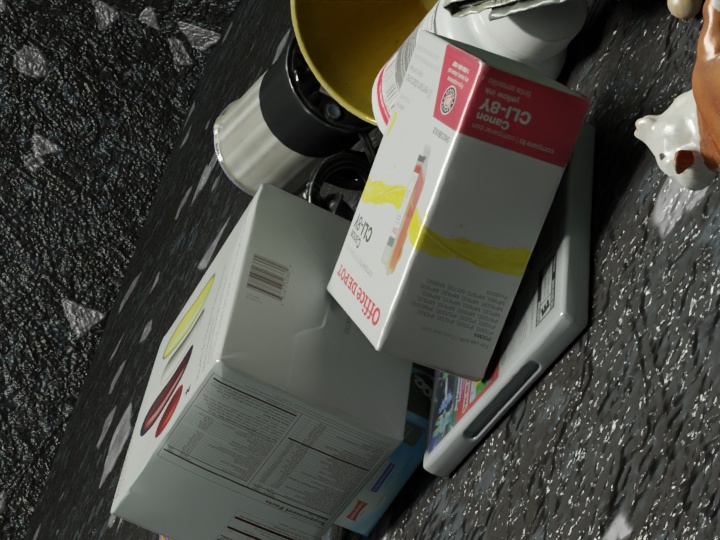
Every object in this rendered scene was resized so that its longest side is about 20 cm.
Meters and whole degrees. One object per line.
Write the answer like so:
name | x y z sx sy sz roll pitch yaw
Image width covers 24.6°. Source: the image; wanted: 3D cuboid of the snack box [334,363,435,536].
snack box | 0.021 0.097 1.280 0.116 0.037 0.200 -57 15 28

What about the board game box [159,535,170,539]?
board game box | -0.161 0.249 1.575 0.200 0.045 0.135 -162 69 -77

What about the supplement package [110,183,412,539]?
supplement package | -0.066 0.085 1.235 0.200 0.147 0.191 -54 17 40

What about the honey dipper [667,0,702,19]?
honey dipper | 0.211 -0.229 1.141 0.038 0.038 0.200 -56 17 33

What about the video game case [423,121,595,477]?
video game case | 0.104 0.018 1.140 0.182 0.023 0.200 -53 18 41

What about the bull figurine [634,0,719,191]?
bull figurine | 0.206 -0.106 0.833 0.200 0.065 0.122 176 86 -67

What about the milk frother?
milk frother | -0.052 -0.106 1.602 0.200 0.180 0.188 -57 11 -31

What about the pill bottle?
pill bottle | 0.096 -0.169 1.317 0.200 0.111 0.111 -43 25 58

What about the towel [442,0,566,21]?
towel | 0.167 -0.255 1.172 0.192 0.035 0.200 -5 45 40

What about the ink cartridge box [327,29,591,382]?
ink cartridge box | 0.060 -0.046 1.109 0.145 0.083 0.200 -131 59 -68

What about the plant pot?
plant pot | 0.057 -0.245 1.502 0.142 0.200 0.200 -40 -10 -48
